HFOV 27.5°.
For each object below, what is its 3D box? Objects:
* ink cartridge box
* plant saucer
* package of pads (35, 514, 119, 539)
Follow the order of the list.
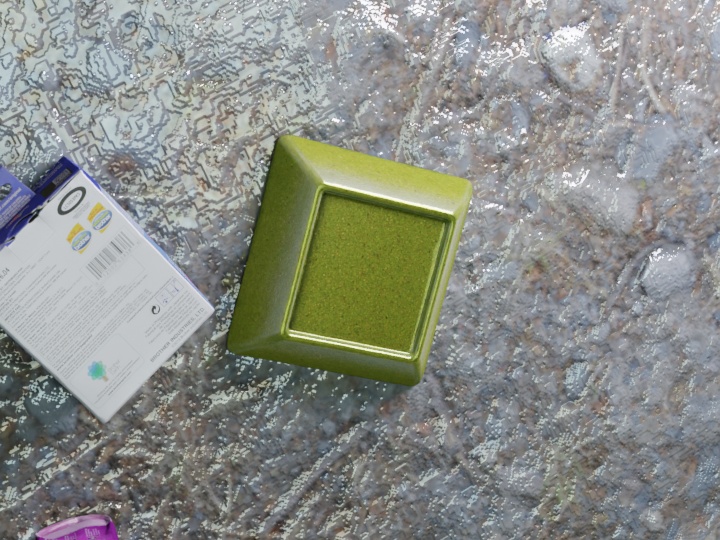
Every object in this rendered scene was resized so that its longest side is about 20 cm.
[{"bbox_3d":[-0.236,0.004,1.205,0.136,0.076,0.200,-45,115,-7],"label":"ink cartridge box"},{"bbox_3d":[0.000,0.000,1.313,0.198,0.048,0.202,12,98,-24],"label":"plant saucer"},{"bbox_3d":[-0.220,0.321,1.262,0.075,0.120,0.202,-15,108,-12],"label":"package of pads"}]
